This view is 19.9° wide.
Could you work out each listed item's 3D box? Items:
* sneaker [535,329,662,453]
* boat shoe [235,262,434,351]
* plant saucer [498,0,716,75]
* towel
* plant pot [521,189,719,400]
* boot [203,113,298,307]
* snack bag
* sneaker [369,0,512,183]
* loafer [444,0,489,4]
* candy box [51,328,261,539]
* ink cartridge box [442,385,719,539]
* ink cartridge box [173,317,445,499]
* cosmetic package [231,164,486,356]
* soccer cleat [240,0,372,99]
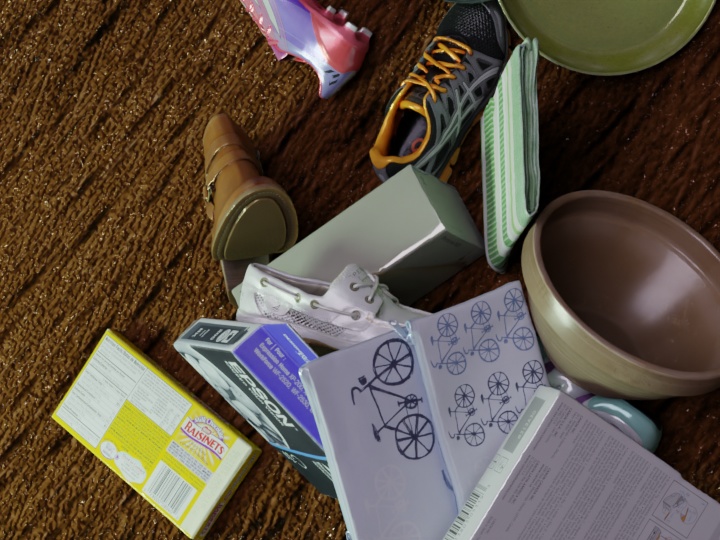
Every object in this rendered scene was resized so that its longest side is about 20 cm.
[{"bbox_3d":[0.137,0.130,1.708,0.200,0.078,0.140,37,96,28],"label":"sneaker"},{"bbox_3d":[-0.008,0.029,1.700,0.200,0.071,0.069,7,99,15],"label":"boat shoe"},{"bbox_3d":[0.208,-0.266,1.740,0.200,0.031,0.200,0,96,-3],"label":"plant saucer"},{"bbox_3d":[0.125,-0.090,1.702,0.023,0.200,0.153,2,75,-5],"label":"towel"},{"bbox_3d":[0.210,0.038,1.650,0.201,0.201,0.093,53,135,26],"label":"plant pot"},{"bbox_3d":[-0.102,-0.075,1.820,0.077,0.200,0.156,-9,64,-4],"label":"boot"},{"bbox_3d":[0.061,0.125,1.616,0.200,0.021,0.189,-18,101,-15],"label":"snack bag"},{"bbox_3d":[0.070,-0.156,1.805,0.078,0.077,0.200,20,87,31],"label":"sneaker"},{"bbox_3d":[0.062,-0.284,1.815,0.200,0.070,0.068,19,67,41],"label":"loafer"},{"bbox_3d":[-0.191,0.150,1.897,0.200,0.026,0.102,37,94,28],"label":"candy box"},{"bbox_3d":[0.183,0.210,1.629,0.161,0.200,0.050,-57,19,-6],"label":"ink cartridge box"},{"bbox_3d":[-0.046,0.119,1.694,0.043,0.198,0.200,-48,18,-17],"label":"ink cartridge box"},{"bbox_3d":[0.000,0.000,1.791,0.200,0.103,0.073,-34,67,18],"label":"cosmetic package"},{"bbox_3d":[-0.075,-0.239,1.905,0.200,0.067,0.077,39,102,25],"label":"soccer cleat"}]
